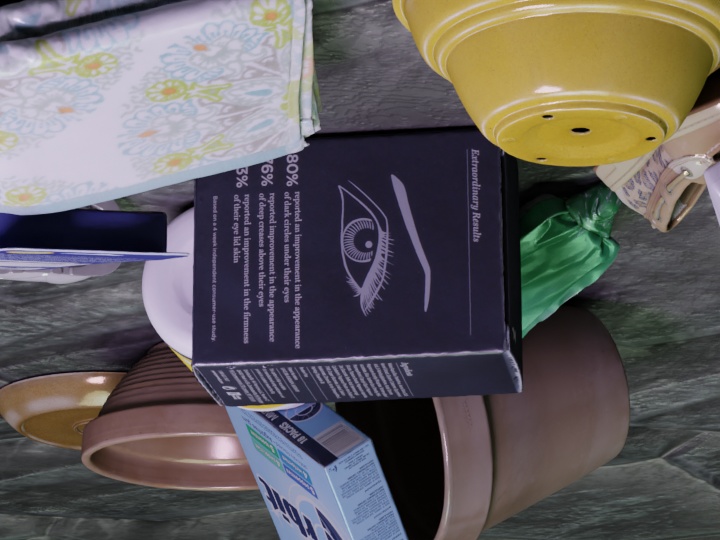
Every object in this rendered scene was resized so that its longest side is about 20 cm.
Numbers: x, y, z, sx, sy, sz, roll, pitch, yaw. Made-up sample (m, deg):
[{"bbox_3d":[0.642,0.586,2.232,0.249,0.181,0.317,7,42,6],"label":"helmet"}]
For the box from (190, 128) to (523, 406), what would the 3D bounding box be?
[{"bbox_3d":[0.000,0.000,1.666,0.199,0.149,0.104,-2,163,8],"label":"box"}]

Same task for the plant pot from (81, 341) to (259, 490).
[{"bbox_3d":[-0.118,0.109,2.113,0.200,0.093,0.201,1,162,0],"label":"plant pot"}]

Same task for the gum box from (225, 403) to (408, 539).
[{"bbox_3d":[-0.020,0.179,1.963,0.044,0.201,0.170,-30,-149,-18],"label":"gum box"}]

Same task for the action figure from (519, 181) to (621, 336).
[{"bbox_3d":[0.107,-0.005,1.783,0.118,0.055,0.200,35,137,-20],"label":"action figure"}]

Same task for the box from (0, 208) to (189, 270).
[{"bbox_3d":[-0.198,-0.019,1.573,0.121,0.033,0.200,2,178,-36],"label":"box"}]

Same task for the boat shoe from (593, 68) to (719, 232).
[{"bbox_3d":[0.198,-0.072,1.533,0.073,0.063,0.200,-38,180,-16],"label":"boat shoe"}]

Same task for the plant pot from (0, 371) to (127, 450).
[{"bbox_3d":[-0.211,0.124,2.274,0.199,0.028,0.200,0,162,0],"label":"plant pot"}]

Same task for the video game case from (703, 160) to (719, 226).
[{"bbox_3d":[0.290,-0.070,1.499,0.200,0.023,0.182,-31,159,3],"label":"video game case"}]

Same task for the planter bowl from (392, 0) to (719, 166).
[{"bbox_3d":[0.117,-0.108,1.427,0.199,0.084,0.200,0,163,0],"label":"planter bowl"}]

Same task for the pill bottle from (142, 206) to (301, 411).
[{"bbox_3d":[-0.073,0.032,1.831,0.112,0.113,0.200,-3,162,10],"label":"pill bottle"}]

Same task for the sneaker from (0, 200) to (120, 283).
[{"bbox_3d":[-0.253,-0.025,1.728,0.199,0.077,0.080,13,168,-32],"label":"sneaker"}]

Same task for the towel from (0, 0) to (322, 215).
[{"bbox_3d":[-0.118,-0.100,1.423,0.199,0.048,0.171,-14,154,-7],"label":"towel"}]

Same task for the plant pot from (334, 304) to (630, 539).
[{"bbox_3d":[0.096,0.098,1.963,0.173,0.201,0.200,-11,168,-21],"label":"plant pot"}]
